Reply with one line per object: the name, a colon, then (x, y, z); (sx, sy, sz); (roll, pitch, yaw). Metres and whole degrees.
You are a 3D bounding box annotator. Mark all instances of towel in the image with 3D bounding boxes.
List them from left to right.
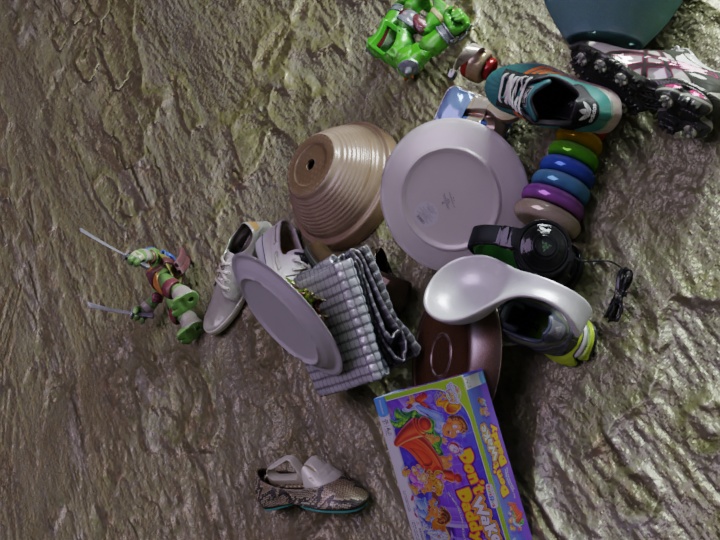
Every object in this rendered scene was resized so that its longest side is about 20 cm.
towel: (-0.017, 0.067, 1.483); (0.200, 0.085, 0.167); (-28, 81, 60)

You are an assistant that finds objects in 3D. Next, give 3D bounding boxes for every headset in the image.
headset: (0.217, -0.001, 1.330); (0.199, 0.123, 0.095); (12, 78, 27)

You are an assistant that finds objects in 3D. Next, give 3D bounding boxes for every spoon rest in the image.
spoon rest: (0.159, 0.027, 1.288); (0.199, 0.061, 0.100); (9, 55, 35)

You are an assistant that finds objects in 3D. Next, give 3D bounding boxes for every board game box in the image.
board game box: (0.105, 0.227, 1.315); (0.134, 0.045, 0.202); (-20, 84, 38)

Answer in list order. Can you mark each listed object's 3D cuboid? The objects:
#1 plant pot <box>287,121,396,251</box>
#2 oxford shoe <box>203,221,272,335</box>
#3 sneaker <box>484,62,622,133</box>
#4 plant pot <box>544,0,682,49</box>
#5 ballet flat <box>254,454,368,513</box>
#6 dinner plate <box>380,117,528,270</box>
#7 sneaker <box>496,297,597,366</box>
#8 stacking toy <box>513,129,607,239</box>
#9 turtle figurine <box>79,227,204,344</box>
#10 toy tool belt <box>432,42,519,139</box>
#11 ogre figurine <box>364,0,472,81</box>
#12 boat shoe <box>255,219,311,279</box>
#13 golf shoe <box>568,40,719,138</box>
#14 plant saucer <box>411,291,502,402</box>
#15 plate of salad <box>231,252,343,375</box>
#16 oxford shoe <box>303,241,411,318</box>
plant pot: (-0.044, -0.138, 1.685); (0.200, 0.092, 0.202); (-24, 54, 38)
oxford shoe: (-0.204, 0.007, 1.804); (0.075, 0.058, 0.201); (34, 97, 46)
sneaker: (0.211, -0.210, 1.354); (0.199, 0.079, 0.072); (23, 106, 47)
plant pot: (0.300, -0.337, 1.362); (0.199, 0.199, 0.136); (3, 82, 46)
ballet flat: (-0.076, 0.281, 1.513); (0.199, 0.068, 0.076); (-10, 100, 45)
dinner plate: (0.116, -0.093, 1.455); (0.199, 0.024, 0.202); (5, 104, 21)
sneaker: (0.184, 0.054, 1.358); (0.199, 0.081, 0.074); (12, 78, 48)
stacking toy: (0.260, -0.143, 1.386); (0.085, 0.085, 0.201); (14, 77, 48)
turtle figurine: (-0.351, 0.039, 1.863); (0.194, 0.199, 0.145); (39, 115, 39)
toy tool belt: (0.161, -0.185, 1.498); (0.122, 0.125, 0.201); (25, 92, 18)
ogre figurine: (0.074, -0.348, 1.669); (0.120, 0.098, 0.200); (-47, 54, 1)
boat shoe: (-0.102, -0.001, 1.697); (0.070, 0.071, 0.201); (-46, 37, 23)
golf shoe: (0.337, -0.224, 1.330); (0.199, 0.077, 0.088); (32, 65, 28)
plant saucer: (0.109, 0.105, 1.390); (0.200, 0.032, 0.202); (-172, 90, -68)
plate of salad: (-0.087, 0.050, 1.438); (0.048, 0.201, 0.199); (-41, 36, -21)
oxford shoe: (0.000, 0.000, 1.591); (0.199, 0.073, 0.085); (32, 92, 37)
